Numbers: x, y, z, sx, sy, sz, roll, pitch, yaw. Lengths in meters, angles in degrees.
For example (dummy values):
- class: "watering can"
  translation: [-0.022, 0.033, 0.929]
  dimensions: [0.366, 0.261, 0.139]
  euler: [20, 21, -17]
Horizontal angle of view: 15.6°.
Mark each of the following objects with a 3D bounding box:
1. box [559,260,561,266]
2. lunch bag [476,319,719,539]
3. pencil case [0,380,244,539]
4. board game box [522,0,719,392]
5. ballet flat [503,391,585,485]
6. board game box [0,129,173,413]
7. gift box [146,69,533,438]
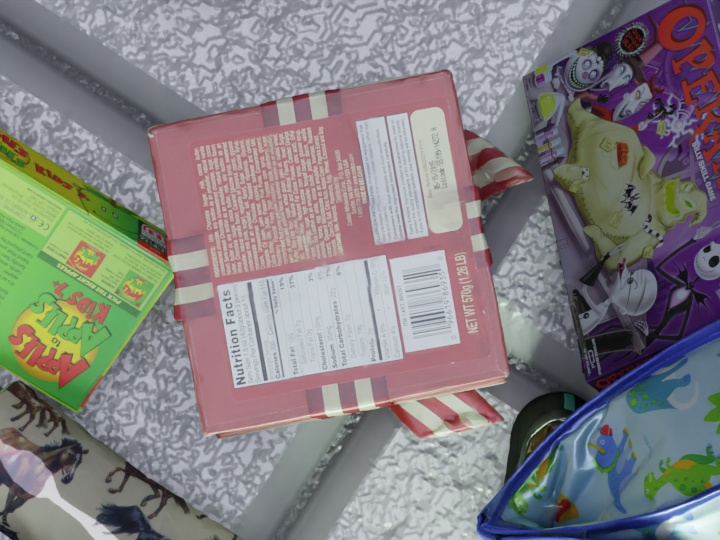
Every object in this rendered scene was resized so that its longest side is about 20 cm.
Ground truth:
- class: "box"
  translation: [0.227, 0.042, 1.452]
  dimensions: [0.199, 0.049, 0.160]
  euler: [-15, 89, -2]
- class: "lunch bag"
  translation: [0.182, 0.132, 1.341]
  dimensions: [0.199, 0.128, 0.170]
  euler: [-27, 130, 18]
- class: "pencil case"
  translation: [-0.136, 0.142, 1.422]
  dimensions: [0.200, 0.089, 0.078]
  euler: [35, 67, 0]
- class: "board game box"
  translation: [0.156, -0.044, 1.393]
  dimensions: [0.120, 0.032, 0.201]
  euler: [-24, 54, 21]
- class: "ballet flat"
  translation: [0.096, 0.166, 1.432]
  dimensions: [0.068, 0.068, 0.201]
  euler: [4, 88, -2]
- class: "board game box"
  translation: [-0.207, -0.021, 1.406]
  dimensions: [0.200, 0.048, 0.102]
  euler: [32, 106, -15]
- class: "gift box"
  translation: [0.000, 0.000, 1.378]
  dimensions: [0.199, 0.187, 0.186]
  euler: [-6, 88, 0]
